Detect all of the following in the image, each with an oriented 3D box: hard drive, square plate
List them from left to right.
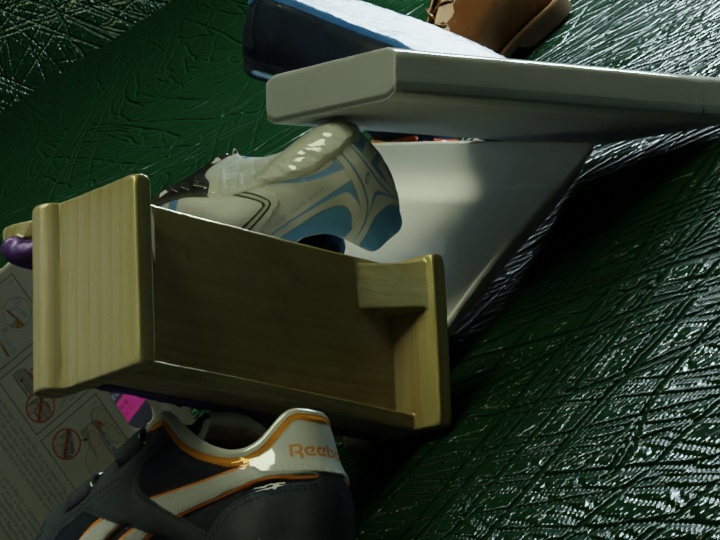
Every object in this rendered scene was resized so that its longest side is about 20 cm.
[{"bbox_3d":[0.000,0.000,1.188,0.199,0.029,0.198,2,39,41],"label":"square plate"},{"bbox_3d":[0.070,-0.086,1.159,0.199,0.027,0.132,3,-4,-29],"label":"hard drive"}]

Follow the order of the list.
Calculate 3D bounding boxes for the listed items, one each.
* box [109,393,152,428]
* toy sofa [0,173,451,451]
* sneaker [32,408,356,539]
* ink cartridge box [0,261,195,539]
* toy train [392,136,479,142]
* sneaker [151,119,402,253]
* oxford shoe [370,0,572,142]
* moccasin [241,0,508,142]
[{"bbox_3d":[-0.233,0.105,1.303,0.199,0.106,0.122,-23,20,36],"label":"box"},{"bbox_3d":[-0.058,0.026,0.992,0.097,0.083,0.199,-17,-21,39],"label":"toy sofa"},{"bbox_3d":[-0.076,0.104,0.971,0.199,0.080,0.078,-13,-18,42],"label":"sneaker"},{"bbox_3d":[-0.183,0.098,1.104,0.200,0.161,0.050,-43,20,-28],"label":"ink cartridge box"},{"bbox_3d":[-0.003,-0.032,1.330,0.150,0.056,0.200,-30,15,19],"label":"toy train"},{"bbox_3d":[-0.052,-0.027,1.188,0.072,0.073,0.200,-34,13,-32],"label":"sneaker"},{"bbox_3d":[0.061,-0.151,1.546,0.071,0.071,0.200,-13,27,51],"label":"oxford shoe"},{"bbox_3d":[0.024,-0.108,1.337,0.080,0.199,0.069,-32,-36,-60],"label":"moccasin"}]
